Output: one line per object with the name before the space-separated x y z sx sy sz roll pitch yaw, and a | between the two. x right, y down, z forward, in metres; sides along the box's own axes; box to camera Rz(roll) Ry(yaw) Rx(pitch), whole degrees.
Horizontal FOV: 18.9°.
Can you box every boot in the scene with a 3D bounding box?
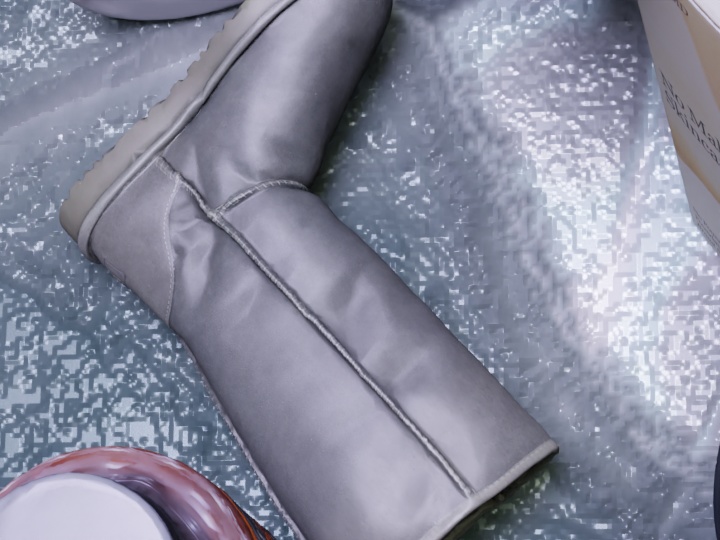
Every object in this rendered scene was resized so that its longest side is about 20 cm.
boot | 0.001 0.000 0.821 0.182 0.073 0.200 -47 68 8

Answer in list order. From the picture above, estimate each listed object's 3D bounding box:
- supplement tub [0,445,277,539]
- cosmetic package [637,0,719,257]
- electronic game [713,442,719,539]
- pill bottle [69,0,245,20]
supplement tub | -0.075 0.119 0.731 0.106 0.200 0.108 -2 76 6
cosmetic package | 0.155 -0.052 0.739 0.071 0.200 0.105 -34 56 -3
electronic game | 0.214 0.061 0.738 0.198 0.042 0.201 -6 116 -12
pill bottle | -0.085 -0.213 0.865 0.113 0.114 0.201 -13 74 3
